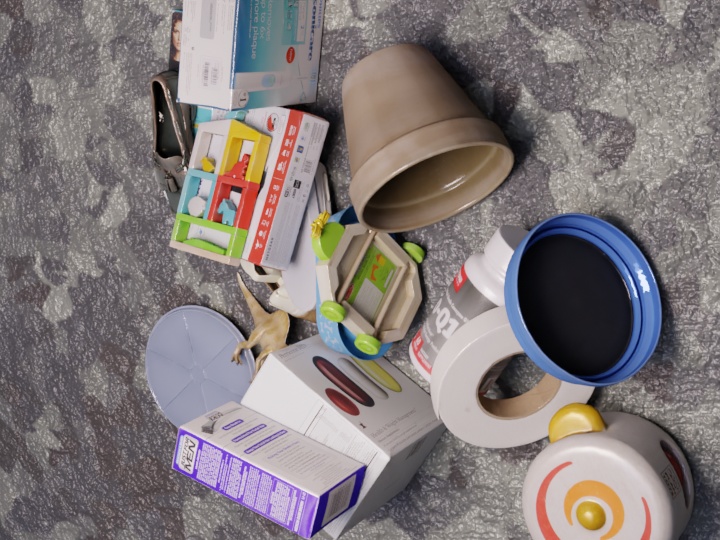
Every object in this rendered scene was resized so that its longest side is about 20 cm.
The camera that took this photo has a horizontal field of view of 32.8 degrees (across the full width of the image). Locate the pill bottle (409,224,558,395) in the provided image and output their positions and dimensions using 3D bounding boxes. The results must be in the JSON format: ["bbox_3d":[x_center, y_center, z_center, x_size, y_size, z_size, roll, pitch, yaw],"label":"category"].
[{"bbox_3d":[0.154,0.050,1.484,0.114,0.114,0.200,40,116,17],"label":"pill bottle"}]

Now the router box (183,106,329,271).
[{"bbox_3d":[-0.141,-0.116,1.591,0.179,0.049,0.200,18,93,44],"label":"router box"}]

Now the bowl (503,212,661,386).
[{"bbox_3d":[0.251,0.035,1.390,0.201,0.201,0.039,64,150,4],"label":"bowl"}]

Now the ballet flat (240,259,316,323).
[{"bbox_3d":[-0.112,0.007,1.647,0.200,0.072,0.068,49,127,12],"label":"ballet flat"}]

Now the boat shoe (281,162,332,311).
[{"bbox_3d":[-0.064,-0.048,1.607,0.072,0.066,0.200,-13,84,42],"label":"boat shoe"}]

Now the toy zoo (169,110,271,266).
[{"bbox_3d":[-0.179,-0.115,1.577,0.131,0.020,0.200,16,92,44],"label":"toy zoo"}]

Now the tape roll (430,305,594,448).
[{"bbox_3d":[0.182,0.127,1.452,0.203,0.203,0.037,-57,29,25],"label":"tape roll"}]

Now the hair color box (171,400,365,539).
[{"bbox_3d":[-0.110,0.232,1.449,0.200,0.109,0.065,24,112,24],"label":"hair color box"}]

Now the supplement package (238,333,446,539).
[{"bbox_3d":[-0.027,0.199,1.571,0.200,0.191,0.147,39,115,17],"label":"supplement package"}]

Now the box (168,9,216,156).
[{"bbox_3d":[-0.218,-0.250,1.669,0.082,0.049,0.200,14,107,26],"label":"box"}]

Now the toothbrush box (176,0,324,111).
[{"bbox_3d":[-0.133,-0.281,1.529,0.085,0.200,0.147,13,105,26],"label":"toothbrush box"}]

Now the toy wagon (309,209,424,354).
[{"bbox_3d":[0.000,0.000,1.510,0.040,0.155,0.200,-7,138,47],"label":"toy wagon"}]

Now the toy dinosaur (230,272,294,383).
[{"bbox_3d":[-0.129,0.092,1.673,0.101,0.058,0.200,-60,38,16],"label":"toy dinosaur"}]

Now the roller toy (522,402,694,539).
[{"bbox_3d":[0.290,0.266,1.438,0.182,0.140,0.200,25,111,22],"label":"roller toy"}]

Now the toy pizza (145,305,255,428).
[{"bbox_3d":[-0.226,0.146,1.765,0.200,0.032,0.200,7,104,29],"label":"toy pizza"}]

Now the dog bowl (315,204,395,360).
[{"bbox_3d":[-0.008,0.015,1.564,0.050,0.111,0.200,-4,85,45],"label":"dog bowl"}]

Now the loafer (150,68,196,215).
[{"bbox_3d":[-0.256,-0.168,1.641,0.072,0.063,0.200,4,103,27],"label":"loafer"}]

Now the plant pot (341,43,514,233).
[{"bbox_3d":[0.061,-0.167,1.467,0.200,0.200,0.174,-34,65,30],"label":"plant pot"}]
